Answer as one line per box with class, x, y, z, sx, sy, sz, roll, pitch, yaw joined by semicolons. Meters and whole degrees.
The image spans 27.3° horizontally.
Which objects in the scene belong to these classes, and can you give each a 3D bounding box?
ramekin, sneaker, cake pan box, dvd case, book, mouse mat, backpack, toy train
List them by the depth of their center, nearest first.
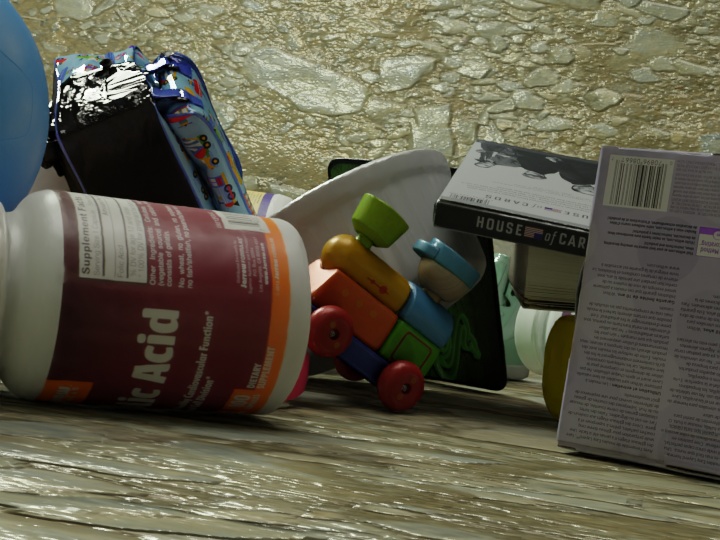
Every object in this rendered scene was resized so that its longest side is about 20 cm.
cake pan box;0.215;0.027;0.857;0.199;0.186;0.052;7;-4;32
toy train;-0.014;-0.004;0.988;0.200;0.116;0.085;39;-6;-30
dvd case;0.142;-0.054;1.094;0.149;0.025;0.200;12;20;9
book;0.214;0.006;1.098;0.198;0.048;0.134;5;5;1
ramekin;0.000;0.000;1.145;0.199;0.098;0.201;-27;-13;-7
backpack;-0.172;-0.094;1.184;0.134;0.183;0.200;-23;32;-1
mouse mat;0.047;0.003;1.262;0.160;0.201;0.008;7;27;35
sneaker;0.097;0.040;1.394;0.073;0.119;0.200;10;3;38

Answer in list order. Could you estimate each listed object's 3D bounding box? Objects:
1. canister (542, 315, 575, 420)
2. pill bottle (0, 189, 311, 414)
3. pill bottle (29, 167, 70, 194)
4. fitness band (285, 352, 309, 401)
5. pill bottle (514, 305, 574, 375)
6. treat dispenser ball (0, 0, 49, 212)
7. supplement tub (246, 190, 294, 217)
canister;0.247;0.080;1.056;0.198;0.087;0.148;5;1;-20
pill bottle;-0.137;0.017;0.819;0.199;0.115;0.114;6;1;-23
pill bottle;-0.322;-0.042;1.275;0.112;0.113;0.200;7;-23;-36
fitness band;-0.132;0.056;0.965;0.198;0.038;0.144;6;1;0
pill bottle;0.228;0.061;1.255;0.112;0.113;0.199;7;0;-40
treat dispenser ball;-0.284;-0.094;0.869;0.199;0.203;0.201;7;1;0
supplement tub;-0.161;-0.007;1.336;0.198;0.147;0.145;7;1;4
